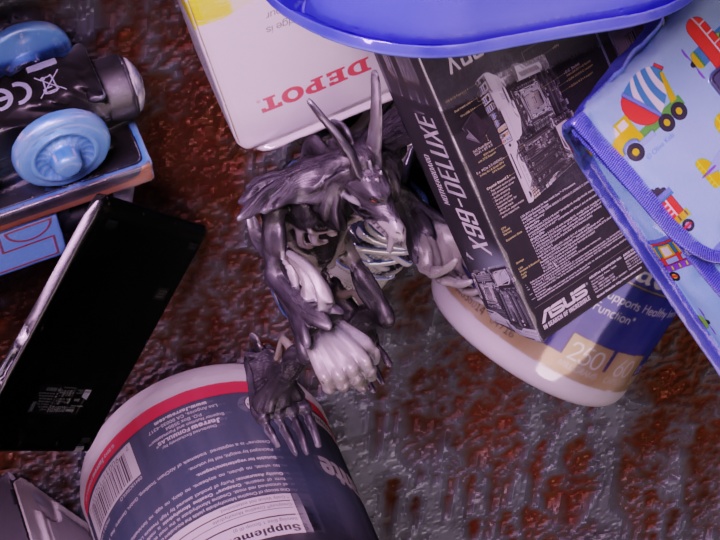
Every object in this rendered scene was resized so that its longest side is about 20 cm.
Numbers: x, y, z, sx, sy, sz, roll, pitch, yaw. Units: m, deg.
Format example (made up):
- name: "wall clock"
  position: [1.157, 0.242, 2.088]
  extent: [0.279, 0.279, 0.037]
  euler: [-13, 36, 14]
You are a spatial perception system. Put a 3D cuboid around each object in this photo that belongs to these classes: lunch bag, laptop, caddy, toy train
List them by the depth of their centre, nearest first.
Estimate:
- name: "caddy"
  position: [0.052, -0.149, 1.183]
  extent: [0.199, 0.142, 0.105]
  euler: [-10, 128, -17]
- name: "lunch bag"
  position: [0.185, -0.053, 1.290]
  extent: [0.151, 0.094, 0.200]
  euler: [-43, 106, -12]
- name: "toy train"
  position: [-0.190, -0.039, 1.341]
  extent: [0.199, 0.087, 0.115]
  euler: [-20, 144, -9]
- name: "laptop"
  position: [-0.188, 0.034, 1.382]
  extent: [0.201, 0.116, 0.187]
  euler: [-61, 169, 2]

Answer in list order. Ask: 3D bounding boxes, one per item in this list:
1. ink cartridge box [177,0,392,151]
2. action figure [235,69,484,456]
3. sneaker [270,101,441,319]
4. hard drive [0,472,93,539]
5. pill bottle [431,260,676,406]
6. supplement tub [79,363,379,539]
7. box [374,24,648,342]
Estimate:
- name: "ink cartridge box"
  position: [-0.023, -0.169, 1.289]
  extent: [0.145, 0.084, 0.201]
  euler: [-22, 135, -4]
- name: "action figure"
  position: [0.000, 0.000, 1.344]
  extent: [0.119, 0.102, 0.200]
  euler: [-33, 156, -27]
- name: "sneaker"
  position: [0.017, -0.036, 1.428]
  extent: [0.077, 0.085, 0.200]
  euler: [11, 126, -31]
- name: "hard drive"
  position: [-0.122, 0.204, 1.550]
  extent: [0.038, 0.140, 0.200]
  euler: [-37, 134, 12]
- name: "pill bottle"
  position: [0.130, -0.043, 1.442]
  extent: [0.115, 0.116, 0.201]
  euler: [19, 110, -36]
- name: "supplement tub"
  position: [-0.057, 0.159, 1.493]
  extent: [0.140, 0.200, 0.141]
  euler: [-12, 135, -13]
- name: "box"
  position: [0.119, -0.087, 1.312]
  extent: [0.200, 0.050, 0.158]
  euler: [-34, 116, -16]
